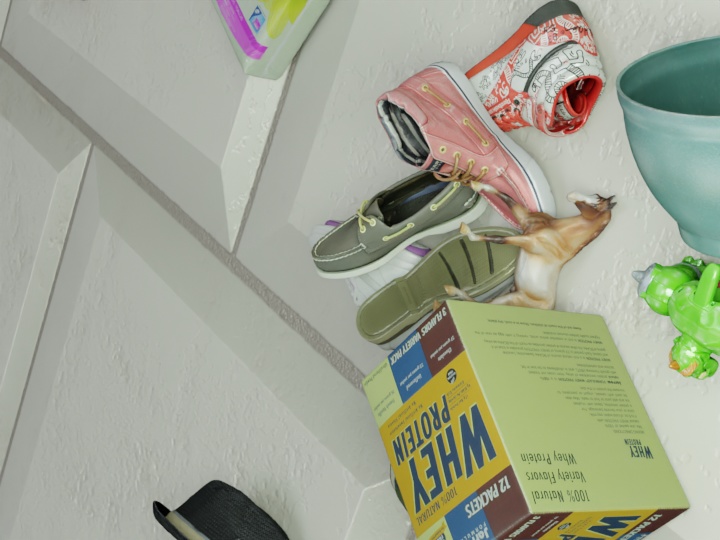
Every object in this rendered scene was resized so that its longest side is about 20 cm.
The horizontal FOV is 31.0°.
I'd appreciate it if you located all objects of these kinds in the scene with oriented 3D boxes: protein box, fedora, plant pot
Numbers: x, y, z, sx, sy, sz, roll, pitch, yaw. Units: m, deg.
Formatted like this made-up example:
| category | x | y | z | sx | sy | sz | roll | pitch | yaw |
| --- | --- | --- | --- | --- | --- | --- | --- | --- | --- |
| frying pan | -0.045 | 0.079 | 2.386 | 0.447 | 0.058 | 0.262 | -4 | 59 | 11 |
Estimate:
| category | x | y | z | sx | sy | sz | roll | pitch | yaw |
| --- | --- | --- | --- | --- | --- | --- | --- | --- | --- |
| protein box | 0.141 | 0.151 | 1.135 | 0.135 | 0.198 | 0.200 | -47 | 51 | 38 |
| fedora | -0.154 | 0.318 | 1.565 | 0.092 | 0.201 | 0.201 | -51 | 37 | -11 |
| plant pot | 0.300 | -0.090 | 0.991 | 0.200 | 0.200 | 0.134 | 26 | 133 | 51 |

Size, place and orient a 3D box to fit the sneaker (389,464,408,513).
| category | x | y | z | sx | sy | sz | roll | pitch | yaw |
| --- | --- | --- | --- | --- | --- | --- | --- | --- | --- |
| sneaker | 0.068 | 0.212 | 1.251 | 0.200 | 0.067 | 0.090 | 75 | 176 | -47 |

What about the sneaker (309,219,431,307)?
| category | x | y | z | sx | sy | sz | roll | pitch | yaw |
| --- | --- | --- | --- | --- | --- | --- | --- | --- | --- |
| sneaker | 0.000 | 0.000 | 1.446 | 0.200 | 0.075 | 0.100 | 21 | 101 | 52 |

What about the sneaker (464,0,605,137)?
| category | x | y | z | sx | sy | sz | roll | pitch | yaw |
| --- | --- | --- | --- | --- | --- | --- | --- | --- | --- |
| sneaker | 0.156 | -0.161 | 1.272 | 0.201 | 0.067 | 0.108 | -44 | 49 | 37 |

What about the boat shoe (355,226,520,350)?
| category | x | y | z | sx | sy | sz | roll | pitch | yaw |
| --- | --- | --- | --- | --- | --- | --- | --- | --- | --- |
| boat shoe | 0.093 | 0.020 | 1.327 | 0.200 | 0.068 | 0.075 | -28 | 56 | 24 |

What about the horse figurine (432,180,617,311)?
| category | x | y | z | sx | sy | sz | roll | pitch | yaw |
| --- | --- | --- | --- | --- | --- | --- | --- | --- | --- |
| horse figurine | 0.148 | 0.003 | 1.235 | 0.050 | 0.132 | 0.200 | -94 | 19 | -70 |

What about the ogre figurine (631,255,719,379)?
| category | x | y | z | sx | sy | sz | roll | pitch | yaw |
| --- | --- | --- | --- | --- | --- | --- | --- | --- | --- |
| ogre figurine | 0.294 | 0.037 | 1.016 | 0.098 | 0.120 | 0.200 | -56 | 44 | 32 |

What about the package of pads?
| category | x | y | z | sx | sy | sz | roll | pitch | yaw |
| --- | --- | --- | --- | --- | --- | --- | --- | --- | --- |
| package of pads | -0.105 | -0.367 | 1.648 | 0.200 | 0.068 | 0.155 | -51 | 49 | 35 |

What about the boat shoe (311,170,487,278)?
| category | x | y | z | sx | sy | sz | roll | pitch | yaw |
| --- | --- | --- | --- | --- | --- | --- | --- | --- | --- |
| boat shoe | 0.032 | -0.056 | 1.353 | 0.202 | 0.060 | 0.072 | -25 | 44 | 16 |

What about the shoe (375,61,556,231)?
| category | x | y | z | sx | sy | sz | roll | pitch | yaw |
| --- | --- | --- | --- | --- | --- | --- | --- | --- | --- |
| shoe | 0.099 | -0.105 | 1.258 | 0.200 | 0.091 | 0.071 | 55 | 147 | 6 |
